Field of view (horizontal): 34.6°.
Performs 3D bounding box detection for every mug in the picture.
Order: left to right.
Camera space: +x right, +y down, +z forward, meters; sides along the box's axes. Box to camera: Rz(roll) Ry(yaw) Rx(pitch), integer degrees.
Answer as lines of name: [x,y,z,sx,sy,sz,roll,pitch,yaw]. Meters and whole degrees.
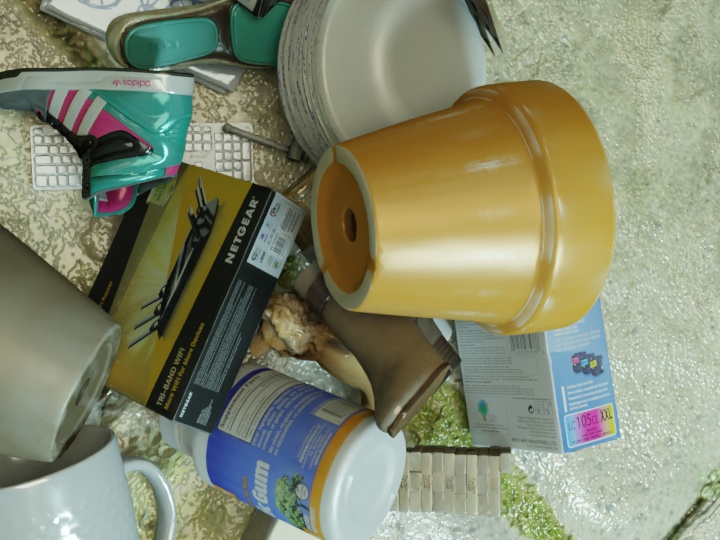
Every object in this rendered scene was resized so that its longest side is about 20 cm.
mug: [-0.235,0.228,0.960,0.199,0.147,0.177,-22,104,-46]

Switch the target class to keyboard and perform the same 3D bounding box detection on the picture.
keyboard: [-0.194,-0.103,1.040,0.198,0.011,0.057,-3,89,-16]

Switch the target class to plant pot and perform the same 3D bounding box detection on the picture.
plant pot: [-0.288,0.060,0.891,0.172,0.200,0.202,26,81,0]
plant pot: [0.067,-0.042,0.903,0.181,0.200,0.203,-7,90,-25]

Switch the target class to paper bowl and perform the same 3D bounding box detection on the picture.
paper bowl: [0.032,-0.177,1.019,0.199,0.104,0.203,-3,95,-39]

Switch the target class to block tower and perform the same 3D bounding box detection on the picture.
block tower: [0.036,0.186,1.038,0.197,0.054,0.059,-1,89,7]

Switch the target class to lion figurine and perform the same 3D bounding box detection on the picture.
lion figurine: [-0.013,0.082,1.028,0.199,0.122,0.073,30,80,-14]

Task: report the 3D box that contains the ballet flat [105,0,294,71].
ballet flat: [-0.127,-0.213,1.014,0.198,0.062,0.068,-7,116,-26]

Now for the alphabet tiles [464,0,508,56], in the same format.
alphabet tiles: [0.082,-0.269,1.023,0.008,0.200,0.168,-32,70,6]

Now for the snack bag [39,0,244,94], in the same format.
snack bag: [-0.168,-0.287,1.048,0.187,0.021,0.202,21,83,-15]

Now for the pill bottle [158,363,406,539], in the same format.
pill bottle: [-0.071,0.145,0.970,0.112,0.198,0.113,-32,131,-47]

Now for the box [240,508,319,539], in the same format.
box: [-0.089,0.308,1.015,0.077,0.095,0.202,28,79,-13]

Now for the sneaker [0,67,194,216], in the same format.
sneaker: [-0.226,-0.107,0.967,0.198,0.083,0.122,5,98,26]

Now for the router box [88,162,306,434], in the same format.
router box: [-0.151,0.014,0.970,0.052,0.156,0.202,30,80,-50]

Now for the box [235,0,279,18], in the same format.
box: [-0.066,-0.336,0.995,0.122,0.106,0.201,38,57,-1]

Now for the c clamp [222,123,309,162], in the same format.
c clamp: [-0.014,-0.184,1.083,0.170,0.027,0.202,25,80,-18]

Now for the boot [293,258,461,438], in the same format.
boot: [0.005,0.051,0.938,0.146,0.200,0.070,42,106,7]

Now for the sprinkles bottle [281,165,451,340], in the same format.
sprinkles bottle: [0.000,0.000,1.064,0.068,0.068,0.201,-40,99,-14]

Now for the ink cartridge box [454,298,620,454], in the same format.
ink cartridge box: [0.155,0.060,1.067,0.076,0.136,0.203,-11,92,-33]
